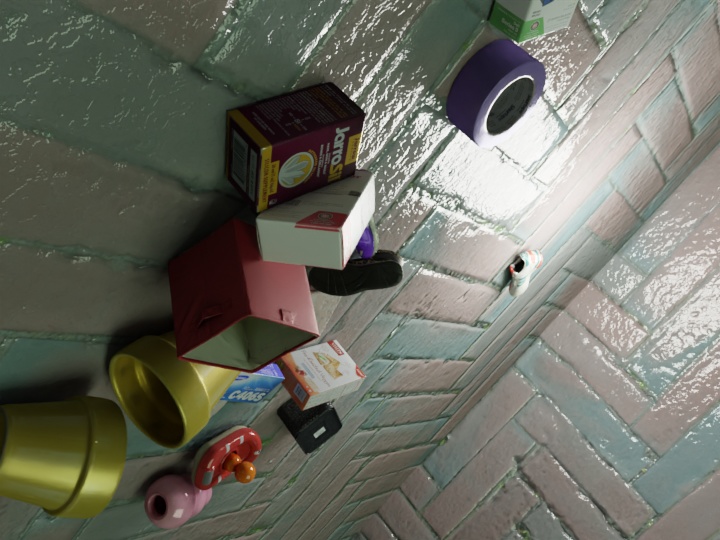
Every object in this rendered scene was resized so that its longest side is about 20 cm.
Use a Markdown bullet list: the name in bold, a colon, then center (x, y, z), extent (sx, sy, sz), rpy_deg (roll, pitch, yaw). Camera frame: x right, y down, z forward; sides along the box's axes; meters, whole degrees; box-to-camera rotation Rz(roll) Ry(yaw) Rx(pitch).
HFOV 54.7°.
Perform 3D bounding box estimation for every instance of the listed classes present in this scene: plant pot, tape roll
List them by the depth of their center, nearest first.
- **plant pot**: center (-0.524, 0.303, 1.162), extent (0.188, 0.201, 0.201), rpy_deg (24, 112, -44)
- **plant pot**: center (-0.324, 0.190, 1.284), extent (0.189, 0.200, 0.202), rpy_deg (-37, 157, -44)
- **tape roll**: center (0.275, -0.355, 1.408), extent (0.199, 0.085, 0.201), rpy_deg (-33, 152, -20)

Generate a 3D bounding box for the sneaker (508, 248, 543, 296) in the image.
- **sneaker**: center (0.517, 0.009, 2.290), extent (0.092, 0.071, 0.201), rpy_deg (-3, 138, -26)

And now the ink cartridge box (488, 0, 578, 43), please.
- **ink cartridge box**: center (0.328, -0.525, 1.233), extent (0.144, 0.088, 0.201), rpy_deg (-25, 146, -29)

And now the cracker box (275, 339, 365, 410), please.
- **cracker box**: center (-0.100, 0.254, 1.721), extent (0.199, 0.134, 0.058), rpy_deg (-10, 139, -48)

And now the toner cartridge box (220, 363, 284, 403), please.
- **toner cartridge box**: center (-0.257, 0.239, 1.512), extent (0.095, 0.043, 0.200), rpy_deg (-43, 153, 12)

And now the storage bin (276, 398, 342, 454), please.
- **storage bin**: center (-0.139, 0.418, 1.950), extent (0.135, 0.094, 0.201), rpy_deg (-36, 151, -13)

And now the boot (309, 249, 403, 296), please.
- **boot**: center (0.000, 0.000, 1.493), extent (0.198, 0.074, 0.151), rpy_deg (-8, -170, 11)

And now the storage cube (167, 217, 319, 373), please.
- **storage cube**: center (-0.198, 0.047, 1.168), extent (0.170, 0.181, 0.199), rpy_deg (-30, 148, 27)

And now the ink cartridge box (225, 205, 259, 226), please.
- **ink cartridge box**: center (-0.164, -0.055, 1.284), extent (0.109, 0.050, 0.200), rpy_deg (-39, 152, -7)

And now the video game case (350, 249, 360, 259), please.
- **video game case**: center (-0.041, -0.048, 1.496), extent (0.142, 0.019, 0.201), rpy_deg (-34, 151, -17)

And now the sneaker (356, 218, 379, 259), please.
- **sneaker**: center (-0.025, -0.100, 1.377), extent (0.099, 0.070, 0.202), rpy_deg (-23, 131, -16)

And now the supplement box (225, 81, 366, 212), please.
- **supplement box**: center (-0.104, -0.197, 1.104), extent (0.199, 0.103, 0.132), rpy_deg (-26, 147, -30)

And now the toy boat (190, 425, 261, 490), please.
- **toy boat**: center (-0.314, 0.478, 1.728), extent (0.199, 0.130, 0.132), rpy_deg (-23, 137, -56)

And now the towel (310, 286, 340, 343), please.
- **towel**: center (-0.142, 0.106, 1.530), extent (0.190, 0.032, 0.201), rpy_deg (-11, 143, -41)

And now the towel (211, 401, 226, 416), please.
- **towel**: center (-0.331, 0.254, 1.524), extent (0.200, 0.032, 0.191), rpy_deg (-44, 152, 0)

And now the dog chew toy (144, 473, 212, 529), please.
- **dog chew toy**: center (-0.442, 0.563, 1.730), extent (0.125, 0.125, 0.200), rpy_deg (-48, 161, 11)

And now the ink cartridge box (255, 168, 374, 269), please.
- **ink cartridge box**: center (-0.068, -0.094, 1.154), extent (0.201, 0.144, 0.086), rpy_deg (-64, 156, -52)
